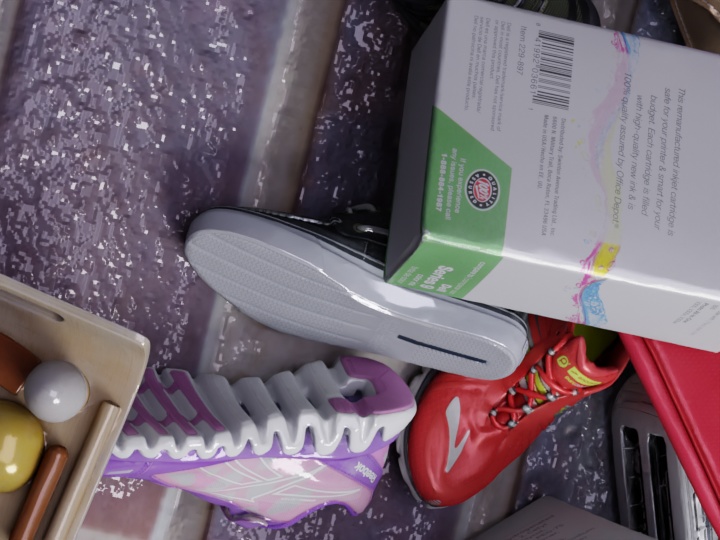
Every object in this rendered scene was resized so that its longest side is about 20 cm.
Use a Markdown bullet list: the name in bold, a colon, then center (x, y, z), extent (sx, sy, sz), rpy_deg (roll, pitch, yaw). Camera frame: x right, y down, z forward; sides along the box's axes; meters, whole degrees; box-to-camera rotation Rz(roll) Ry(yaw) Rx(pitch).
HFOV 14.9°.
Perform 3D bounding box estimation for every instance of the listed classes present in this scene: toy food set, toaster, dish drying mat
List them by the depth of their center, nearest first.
- **toy food set**: center (-0.210, 0.099, 1.414), extent (0.143, 0.060, 0.200), rpy_deg (23, 87, 3)
- **dish drying mat**: center (0.197, 0.064, 1.539), extent (0.077, 0.018, 0.200), rpy_deg (-22, 83, -25)
- **toaster**: center (0.226, 0.131, 1.616), extent (0.129, 0.114, 0.200), rpy_deg (-9, 99, -19)

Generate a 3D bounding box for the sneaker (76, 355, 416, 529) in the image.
- **sneaker**: center (-0.069, 0.103, 1.506), extent (0.200, 0.081, 0.089), rpy_deg (-2, 120, -19)

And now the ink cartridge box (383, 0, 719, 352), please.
- **ink cartridge box**: center (0.124, -0.051, 1.493), extent (0.200, 0.088, 0.145), rpy_deg (11, 69, -11)

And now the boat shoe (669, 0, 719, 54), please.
- **boat shoe**: center (0.228, -0.086, 1.606), extent (0.069, 0.074, 0.200), rpy_deg (-41, 116, -14)

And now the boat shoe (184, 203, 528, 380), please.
- **boat shoe**: center (0.000, 0.000, 1.526), extent (0.200, 0.072, 0.071), rpy_deg (21, 55, -14)

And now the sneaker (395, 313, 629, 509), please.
- **sneaker**: center (0.101, 0.055, 1.564), extent (0.200, 0.085, 0.077), rpy_deg (-46, 110, -13)

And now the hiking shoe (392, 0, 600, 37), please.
- **hiking shoe**: center (0.057, -0.160, 1.510), extent (0.200, 0.101, 0.076), rpy_deg (25, 87, -24)

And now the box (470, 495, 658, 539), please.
- **box**: center (0.098, 0.267, 1.542), extent (0.200, 0.171, 0.199), rpy_deg (-27, 107, -18)
